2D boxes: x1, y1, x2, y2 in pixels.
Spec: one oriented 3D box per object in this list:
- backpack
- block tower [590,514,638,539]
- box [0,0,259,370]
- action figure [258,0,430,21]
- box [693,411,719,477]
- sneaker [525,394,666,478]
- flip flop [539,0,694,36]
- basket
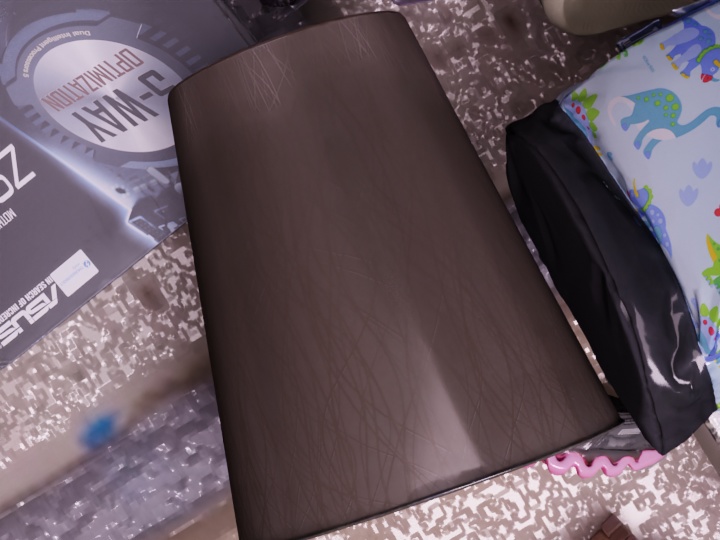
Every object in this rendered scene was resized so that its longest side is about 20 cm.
[{"bbox_3d":[0.177,-0.046,0.787,0.198,0.154,0.164,-20,62,-8],"label":"backpack"},{"bbox_3d":[0.088,0.212,0.965,0.200,0.054,0.058,-44,100,2],"label":"block tower"},{"bbox_3d":[-0.147,-0.075,0.909,0.199,0.044,0.161,-38,99,1],"label":"box"},{"bbox_3d":[-0.028,-0.172,0.835,0.069,0.200,0.131,-33,121,-16],"label":"action figure"},{"bbox_3d":[0.183,0.031,0.938,0.082,0.068,0.201,-34,100,0],"label":"box"},{"bbox_3d":[0.063,0.046,0.935,0.198,0.079,0.096,12,86,-7],"label":"sneaker"},{"bbox_3d":[0.174,-0.146,0.821,0.198,0.058,0.081,-21,136,-5],"label":"flip flop"},{"bbox_3d":[0.000,0.000,0.833,0.179,0.136,0.202,-19,87,11],"label":"basket"}]
